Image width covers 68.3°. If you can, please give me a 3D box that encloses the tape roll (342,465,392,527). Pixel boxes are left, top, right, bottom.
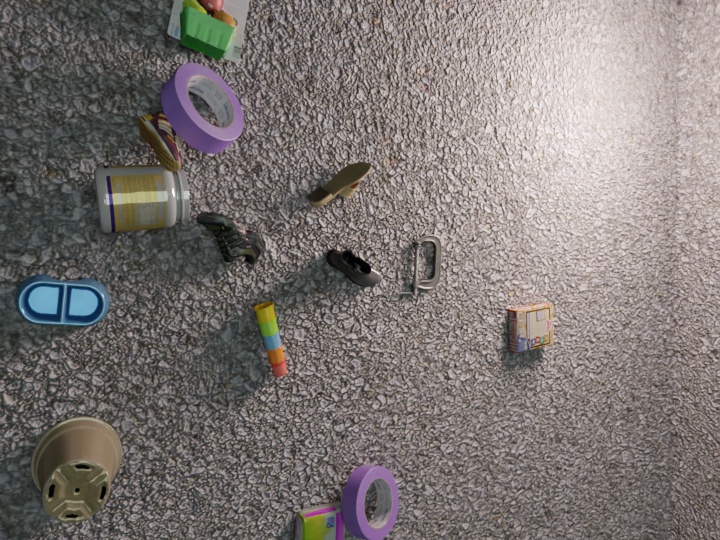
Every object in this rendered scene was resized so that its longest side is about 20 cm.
[{"bbox_3d":[0.032,0.707,1.622,0.196,0.064,0.209,14,71,-45],"label":"tape roll"}]

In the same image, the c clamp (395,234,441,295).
[{"bbox_3d":[0.200,-0.017,1.723,0.165,0.027,0.209,7,91,-30],"label":"c clamp"}]

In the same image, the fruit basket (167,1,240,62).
[{"bbox_3d":[-0.376,-0.642,1.327,0.180,0.093,0.209,13,73,-30],"label":"fruit basket"}]

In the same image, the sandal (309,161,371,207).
[{"bbox_3d":[-0.055,-0.235,1.552,0.208,0.078,0.071,-35,141,-15],"label":"sandal"}]

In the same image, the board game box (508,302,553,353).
[{"bbox_3d":[0.638,0.212,1.979,0.193,0.046,0.158,-5,96,-29],"label":"board game box"}]

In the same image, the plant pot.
[{"bbox_3d":[-0.639,0.461,1.198,0.193,0.182,0.210,-3,96,-28],"label":"plant pot"}]

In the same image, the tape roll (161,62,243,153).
[{"bbox_3d":[-0.379,-0.391,1.285,0.198,0.064,0.206,35,42,-38],"label":"tape roll"}]

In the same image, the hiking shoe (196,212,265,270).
[{"bbox_3d":[-0.343,-0.077,1.383,0.196,0.075,0.104,28,78,-29],"label":"hiking shoe"}]

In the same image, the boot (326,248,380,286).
[{"bbox_3d":[0.000,0.000,1.552,0.195,0.130,0.072,23,83,-28],"label":"boot"}]

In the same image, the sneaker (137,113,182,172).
[{"bbox_3d":[-0.449,-0.311,1.248,0.088,0.201,0.076,-23,148,-32],"label":"sneaker"}]

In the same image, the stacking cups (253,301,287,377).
[{"bbox_3d":[-0.248,0.194,1.476,0.059,0.060,0.208,-17,107,-26],"label":"stacking cups"}]

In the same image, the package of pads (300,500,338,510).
[{"bbox_3d":[-0.123,0.811,1.584,0.149,0.067,0.209,0,93,-30],"label":"package of pads"}]

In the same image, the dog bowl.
[{"bbox_3d":[-0.681,0.073,1.219,0.193,0.049,0.117,7,91,-30],"label":"dog bowl"}]

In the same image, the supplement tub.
[{"bbox_3d":[-0.510,-0.170,1.242,0.193,0.144,0.152,-7,98,-28],"label":"supplement tub"}]
